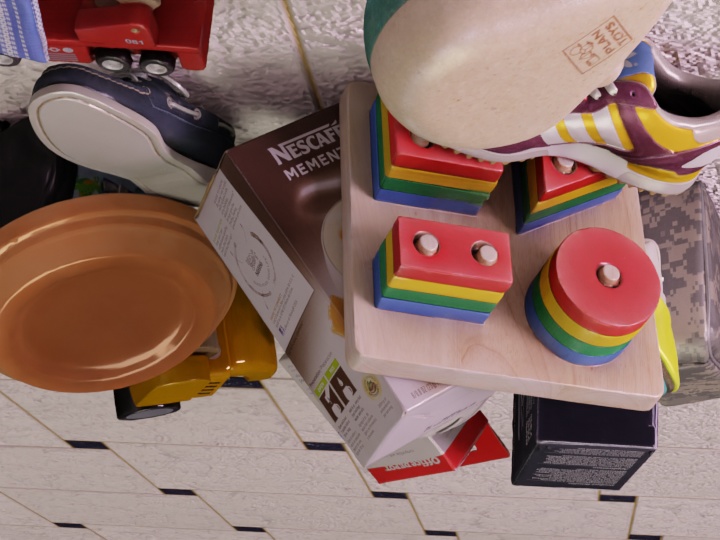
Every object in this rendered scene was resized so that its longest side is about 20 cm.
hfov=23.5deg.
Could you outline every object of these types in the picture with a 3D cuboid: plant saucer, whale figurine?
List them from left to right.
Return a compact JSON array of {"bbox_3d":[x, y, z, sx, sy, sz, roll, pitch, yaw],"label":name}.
[{"bbox_3d":[-0.180,0.025,1.198,0.198,0.038,0.201,-12,144,-9],"label":"plant saucer"},{"bbox_3d":[0.092,-0.147,0.869,0.199,0.104,0.159,-30,150,18],"label":"whale figurine"}]

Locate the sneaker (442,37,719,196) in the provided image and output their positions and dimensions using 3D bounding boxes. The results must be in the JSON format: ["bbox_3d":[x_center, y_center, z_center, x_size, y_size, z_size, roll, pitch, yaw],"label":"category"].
[{"bbox_3d":[0.126,-0.107,1.013,0.198,0.076,0.090,9,146,-17],"label":"sneaker"}]

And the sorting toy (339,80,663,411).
[{"bbox_3d":[0.092,-0.031,1.051,0.197,0.202,0.070,9,145,-16],"label":"sorting toy"}]

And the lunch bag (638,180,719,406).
[{"bbox_3d":[0.184,0.022,1.259,0.166,0.141,0.200,-8,165,17],"label":"lunch bag"}]

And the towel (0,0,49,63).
[{"bbox_3d":[-0.266,-0.164,0.887,0.198,0.024,0.145,11,153,6],"label":"towel"}]

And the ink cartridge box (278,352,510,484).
[{"bbox_3d":[0.033,0.126,1.590,0.116,0.067,0.200,-18,116,51],"label":"ink cartridge box"}]

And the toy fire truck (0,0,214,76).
[{"bbox_3d":[-0.134,-0.156,0.925,0.198,0.049,0.141,4,161,5],"label":"toy fire truck"}]

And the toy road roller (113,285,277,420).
[{"bbox_3d":[-0.136,0.047,1.472,0.145,0.124,0.200,-6,167,-18],"label":"toy road roller"}]

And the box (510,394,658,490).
[{"bbox_3d":[0.193,0.103,1.519,0.103,0.150,0.200,3,164,0],"label":"box"}]

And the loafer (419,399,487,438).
[{"bbox_3d":[0.077,0.050,1.162,0.070,0.070,0.201,40,140,14],"label":"loafer"}]

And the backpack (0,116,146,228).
[{"bbox_3d":[-0.214,-0.015,1.269,0.162,0.155,0.200,-27,164,22],"label":"backpack"}]

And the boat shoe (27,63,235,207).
[{"bbox_3d":[-0.137,-0.095,1.100,0.074,0.062,0.199,-10,161,31],"label":"boat shoe"}]

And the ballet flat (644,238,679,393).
[{"bbox_3d":[0.155,-0.011,1.138,0.067,0.200,0.067,-39,166,-12],"label":"ballet flat"}]

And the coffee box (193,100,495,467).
[{"bbox_3d":[0.000,0.004,1.088,0.114,0.201,0.080,-26,161,-32],"label":"coffee box"}]
